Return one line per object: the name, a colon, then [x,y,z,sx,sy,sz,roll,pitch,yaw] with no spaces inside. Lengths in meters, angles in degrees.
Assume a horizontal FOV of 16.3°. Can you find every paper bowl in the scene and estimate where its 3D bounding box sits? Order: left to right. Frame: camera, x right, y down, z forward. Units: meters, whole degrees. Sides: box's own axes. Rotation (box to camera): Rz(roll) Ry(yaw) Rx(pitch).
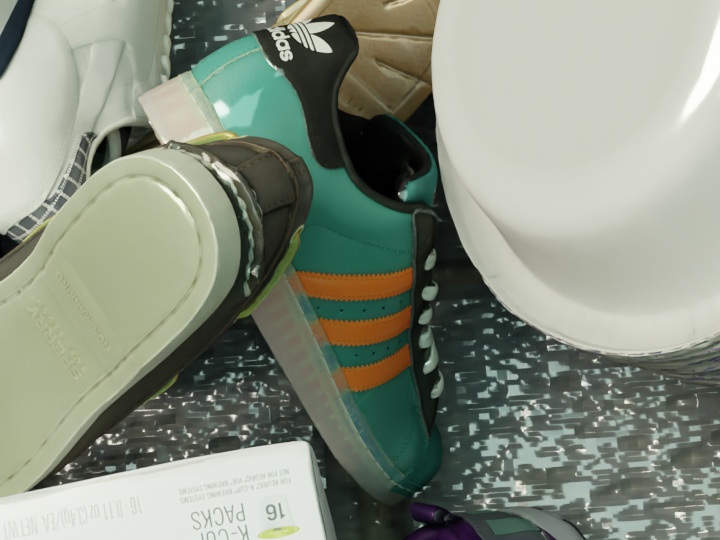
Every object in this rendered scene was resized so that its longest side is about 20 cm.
paper bowl: [0.102,-0.070,0.795,0.104,0.200,0.202,16,81,-40]

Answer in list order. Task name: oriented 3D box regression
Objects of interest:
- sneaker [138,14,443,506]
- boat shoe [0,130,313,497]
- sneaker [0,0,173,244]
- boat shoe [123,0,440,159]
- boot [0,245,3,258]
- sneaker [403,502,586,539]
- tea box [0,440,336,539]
sneaker: [0.000,0.000,0.858,0.080,0.201,0.072,-29,41,-2]
boat shoe: [-0.091,0.020,0.798,0.201,0.060,0.072,-33,84,40]
sneaker: [-0.099,-0.083,0.886,0.080,0.076,0.200,41,41,-15]
boat shoe: [-0.039,-0.039,0.916,0.200,0.065,0.071,-40,98,11]
boot: [-0.203,-0.036,0.910,0.130,0.068,0.201,-14,66,1]
sneaker: [0.037,0.180,0.867,0.074,0.087,0.202,-11,74,35]
tea box: [-0.058,0.168,0.820,0.133,0.200,0.198,-12,82,-1]
